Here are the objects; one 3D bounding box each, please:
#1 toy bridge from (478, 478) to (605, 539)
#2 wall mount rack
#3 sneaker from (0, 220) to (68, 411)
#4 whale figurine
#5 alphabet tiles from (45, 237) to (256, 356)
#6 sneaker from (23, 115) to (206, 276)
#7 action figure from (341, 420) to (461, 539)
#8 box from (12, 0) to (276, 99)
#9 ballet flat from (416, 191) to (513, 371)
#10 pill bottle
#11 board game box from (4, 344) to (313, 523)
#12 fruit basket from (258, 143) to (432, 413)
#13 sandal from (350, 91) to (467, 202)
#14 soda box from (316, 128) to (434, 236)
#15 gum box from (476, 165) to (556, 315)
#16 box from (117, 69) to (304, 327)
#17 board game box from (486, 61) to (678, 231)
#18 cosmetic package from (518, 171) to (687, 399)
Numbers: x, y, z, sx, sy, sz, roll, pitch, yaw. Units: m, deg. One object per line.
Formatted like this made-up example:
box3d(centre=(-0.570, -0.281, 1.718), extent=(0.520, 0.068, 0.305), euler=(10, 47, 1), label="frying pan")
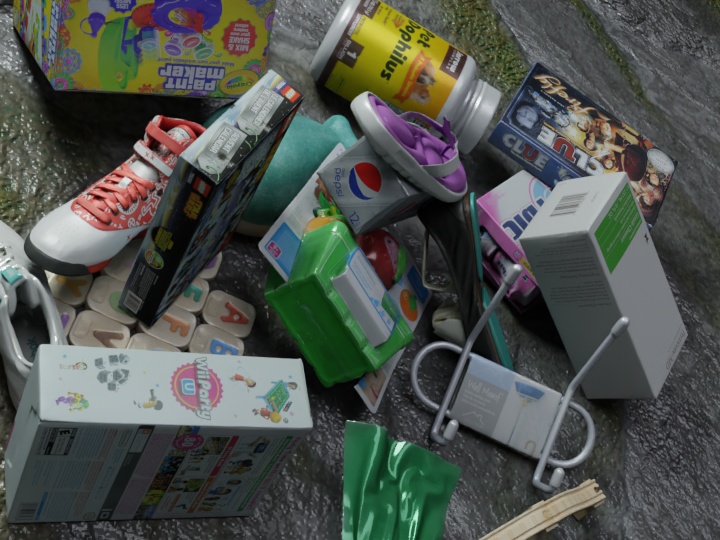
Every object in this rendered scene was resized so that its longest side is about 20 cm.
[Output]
box3d(centre=(0.147, 0.227, 0.986), extent=(0.198, 0.067, 0.027), euler=(-16, 65, -37), label="toy bridge")
box3d(centre=(0.153, 0.101, 1.036), extent=(0.197, 0.075, 0.176), euler=(25, 83, -10), label="wall mount rack")
box3d(centre=(-0.274, 0.017, 0.883), extent=(0.074, 0.089, 0.201), euler=(-24, 65, -24), label="sneaker")
box3d(centre=(-0.069, -0.115, 1.091), extent=(0.198, 0.104, 0.160), euler=(-17, 66, -35), label="whale figurine")
box3d(centre=(-0.191, 0.038, 0.973), extent=(0.193, 0.015, 0.202), euler=(26, 48, -11), label="alphabet tiles")
box3d(centre=(-0.198, -0.072, 0.947), extent=(0.067, 0.109, 0.201), euler=(36, 29, 15), label="sneaker")
box3d(centre=(0.016, 0.237, 0.914), extent=(0.116, 0.055, 0.203), euler=(22, 56, -15), label="action figure")
box3d(centre=(-0.207, -0.253, 1.055), extent=(0.197, 0.124, 0.193), euler=(-2, 29, -29), label="box")
box3d(centre=(0.098, 0.021, 1.089), extent=(0.068, 0.067, 0.204), euler=(-58, 135, -72), label="ballet flat")
box3d(centre=(0.051, -0.211, 1.226), extent=(0.198, 0.110, 0.110), euler=(30, 47, -6), label="pill bottle")
box3d(centre=(-0.154, 0.126, 0.838), extent=(0.197, 0.148, 0.065), euler=(6, 51, -26), label="board game box")
box3d(centre=(0.000, 0.000, 1.028), extent=(0.187, 0.093, 0.201), euler=(58, 39, -17), label="fruit basket")
box3d(centre=(0.059, -0.109, 0.973), extent=(0.083, 0.049, 0.202), euler=(63, 20, 18), label="sandal")
box3d(centre=(0.031, -0.086, 1.043), extent=(0.069, 0.063, 0.200), euler=(57, 19, 4), label="soda box")
box3d(centre=(0.197, -0.048, 1.215), extent=(0.114, 0.066, 0.199), euler=(48, 48, 11), label="gum box")
box3d(centre=(-0.126, -0.057, 0.932), extent=(0.040, 0.201, 0.137), euler=(35, 47, 1), label="box")
box3d(centre=(0.248, -0.131, 1.237), extent=(0.198, 0.035, 0.136), euler=(35, 46, 0), label="board game box")
box3d(centre=(0.244, 0.018, 1.117), extent=(0.108, 0.084, 0.202), euler=(-50, 121, -39), label="cosmetic package")
